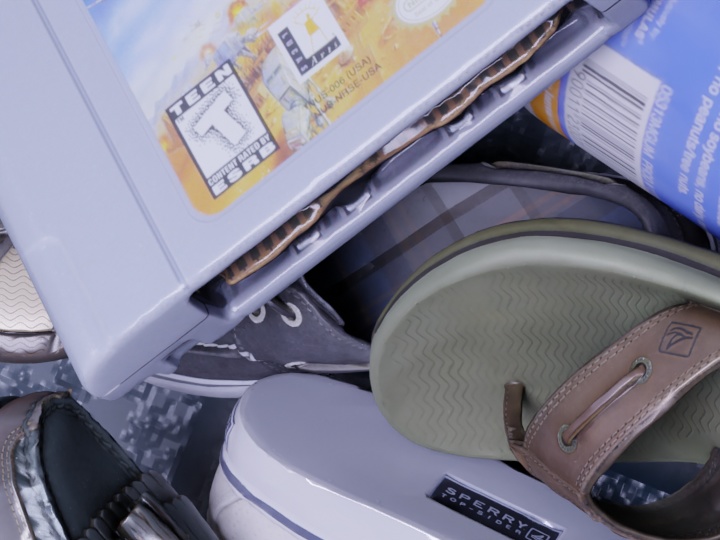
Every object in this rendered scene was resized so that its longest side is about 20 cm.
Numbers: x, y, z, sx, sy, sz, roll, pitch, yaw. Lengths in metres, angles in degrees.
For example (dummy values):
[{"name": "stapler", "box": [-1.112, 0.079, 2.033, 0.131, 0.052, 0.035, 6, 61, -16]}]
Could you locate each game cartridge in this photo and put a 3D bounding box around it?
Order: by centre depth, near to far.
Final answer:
[{"name": "game cartridge", "box": [-0.019, -0.076, 0.734, 0.200, 0.042, 0.133, -38, 65, 14]}]

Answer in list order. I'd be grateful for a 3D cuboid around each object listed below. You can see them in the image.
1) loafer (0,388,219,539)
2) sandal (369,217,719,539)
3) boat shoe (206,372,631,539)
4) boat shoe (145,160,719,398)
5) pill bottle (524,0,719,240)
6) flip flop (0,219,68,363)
[{"name": "loafer", "box": [-0.035, 0.115, 0.767, 0.063, 0.072, 0.200, -20, 105, 30]}, {"name": "sandal", "box": [0.082, 0.036, 0.715, 0.201, 0.080, 0.057, 8, 46, 36]}, {"name": "boat shoe", "box": [0.044, 0.104, 0.778, 0.200, 0.071, 0.070, 27, 122, 13]}, {"name": "boat shoe", "box": [0.000, 0.000, 0.805, 0.200, 0.066, 0.070, 2, 81, 21]}, {"name": "pill bottle", "box": [0.146, -0.038, 0.735, 0.200, 0.112, 0.112, 35, 94, 21]}, {"name": "flip flop", "box": [-0.073, -0.055, 0.833, 0.081, 0.058, 0.200, 7, 56, 2]}]
